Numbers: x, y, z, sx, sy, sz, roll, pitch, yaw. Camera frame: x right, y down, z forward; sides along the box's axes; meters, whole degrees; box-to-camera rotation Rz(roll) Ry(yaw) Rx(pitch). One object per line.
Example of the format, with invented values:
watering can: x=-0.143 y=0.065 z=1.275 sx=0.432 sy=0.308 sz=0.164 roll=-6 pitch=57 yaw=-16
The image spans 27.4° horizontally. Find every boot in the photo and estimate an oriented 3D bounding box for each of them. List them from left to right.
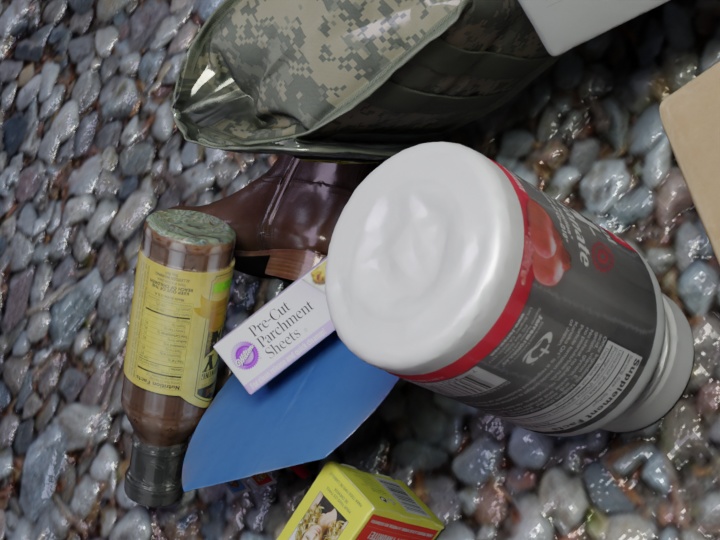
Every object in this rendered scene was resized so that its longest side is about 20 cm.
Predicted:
boot: x=-0.046 y=-0.095 z=1.013 sx=0.185 sy=0.064 sz=0.202 roll=15 pitch=84 yaw=37

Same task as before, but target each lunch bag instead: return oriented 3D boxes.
lunch bag: x=0.009 y=-0.124 z=0.839 sx=0.200 sy=0.164 sz=0.118 roll=-37 pitch=73 yaw=31

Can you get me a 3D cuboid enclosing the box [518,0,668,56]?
box: x=0.137 y=-0.251 z=0.728 sx=0.198 sy=0.131 sz=0.201 roll=-24 pitch=54 yaw=15

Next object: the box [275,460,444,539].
box: x=-0.038 y=0.210 z=0.866 sx=0.050 sy=0.075 sz=0.201 roll=40 pitch=100 yaw=41

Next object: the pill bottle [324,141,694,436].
pill bottle: x=0.084 y=0.020 z=0.741 sx=0.110 sy=0.199 sz=0.112 roll=-18 pitch=61 yaw=36

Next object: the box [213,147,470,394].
box: x=0.000 y=0.000 z=0.905 sx=0.199 sy=0.039 sz=0.042 roll=-37 pitch=91 yaw=8

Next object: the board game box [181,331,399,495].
board game box: x=-0.022 y=0.079 z=0.916 sx=0.199 sy=0.039 sz=0.158 roll=-20 pitch=30 yaw=43

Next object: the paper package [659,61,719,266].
paper package: x=0.260 y=-0.031 z=0.668 sx=0.190 sy=0.103 sz=0.201 roll=-34 pitch=51 yaw=26

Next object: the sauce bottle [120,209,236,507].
sauce bottle: x=-0.126 y=0.061 z=0.982 sx=0.065 sy=0.064 sz=0.202 roll=37 pitch=123 yaw=45
